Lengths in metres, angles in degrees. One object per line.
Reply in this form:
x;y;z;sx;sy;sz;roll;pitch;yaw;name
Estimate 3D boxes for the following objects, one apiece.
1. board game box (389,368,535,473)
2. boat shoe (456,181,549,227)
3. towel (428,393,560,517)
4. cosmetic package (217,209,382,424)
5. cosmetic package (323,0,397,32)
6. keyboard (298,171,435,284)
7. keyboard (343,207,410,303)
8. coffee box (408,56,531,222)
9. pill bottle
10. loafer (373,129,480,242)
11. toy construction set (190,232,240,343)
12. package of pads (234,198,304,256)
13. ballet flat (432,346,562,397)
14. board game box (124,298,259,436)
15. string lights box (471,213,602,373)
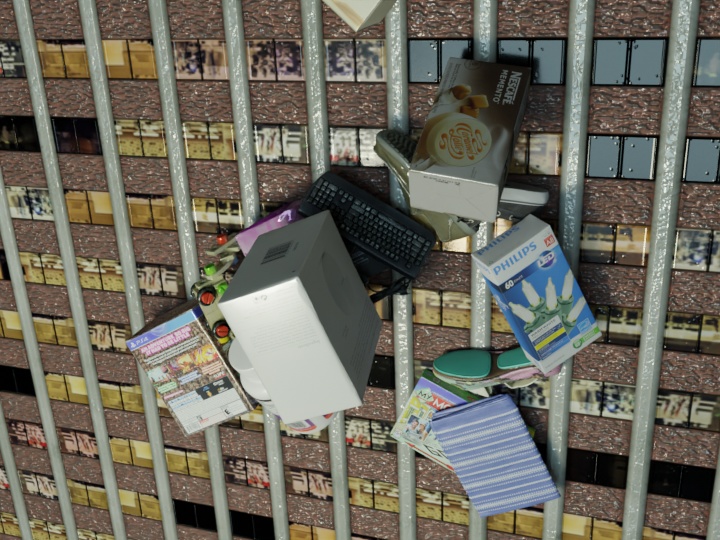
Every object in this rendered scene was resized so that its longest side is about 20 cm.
0.162;0.262;1.337;0.200;0.029;0.135;28;119;7;board game box
0.161;-0.091;1.131;0.199;0.070;0.066;3;109;-19;boat shoe
0.212;0.294;1.308;0.144;0.024;0.200;-22;105;24;towel
-0.072;0.061;1.118;0.123;0.200;0.200;-19;113;19;cosmetic package
-0.041;-0.413;1.085;0.200;0.105;0.071;44;121;0;cosmetic package
-0.001;-0.046;1.209;0.200;0.021;0.127;30;90;-5;keyboard
0.000;0.000;1.241;0.199;0.021;0.127;-25;96;-1;keyboard
0.143;-0.171;1.060;0.114;0.200;0.080;13;150;14;coffee box
-0.120;0.168;1.303;0.111;0.112;0.200;-12;141;24;pill bottle
0.083;-0.114;1.180;0.200;0.075;0.070;48;122;-5;loafer
-0.196;0.041;1.324;0.201;0.131;0.092;65;160;-12;toy construction set
-0.098;0.000;1.293;0.120;0.076;0.200;-24;103;22;package of pads
0.211;0.155;1.260;0.199;0.069;0.071;-12;126;23;ballet flat
-0.270;0.157;1.410;0.159;0.097;0.200;-24;102;27;board game box
0.245;0.034;1.143;0.103;0.059;0.200;-34;117;-3;string lights box
